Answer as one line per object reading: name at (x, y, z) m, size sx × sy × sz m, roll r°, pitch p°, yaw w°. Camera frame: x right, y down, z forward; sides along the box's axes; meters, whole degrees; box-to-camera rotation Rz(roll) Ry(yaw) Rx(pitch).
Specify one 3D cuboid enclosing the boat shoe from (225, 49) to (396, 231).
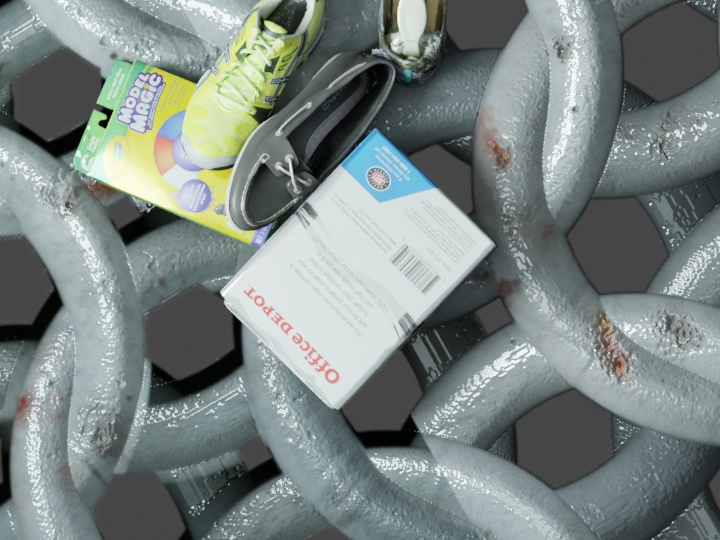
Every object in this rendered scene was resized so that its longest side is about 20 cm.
boat shoe at (-0.041, -0.114, 1.314) m, size 0.200 × 0.057 × 0.067 m, roll -53°, pitch 124°, yaw -22°

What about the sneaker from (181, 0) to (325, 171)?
sneaker at (-0.095, -0.177, 1.326) m, size 0.075 × 0.076 × 0.200 m, roll 25°, pitch 68°, yaw 5°

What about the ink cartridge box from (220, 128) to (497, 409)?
ink cartridge box at (0.000, 0.000, 1.342) m, size 0.146 × 0.084 × 0.200 m, roll 45°, pitch 95°, yaw 4°

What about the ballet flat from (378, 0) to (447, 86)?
ballet flat at (0.051, -0.265, 1.348) m, size 0.072 × 0.072 × 0.201 m, roll 3°, pitch 89°, yaw 6°

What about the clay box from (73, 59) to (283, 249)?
clay box at (-0.154, -0.107, 1.378) m, size 0.199 × 0.048 × 0.115 m, roll 22°, pitch 89°, yaw 4°
